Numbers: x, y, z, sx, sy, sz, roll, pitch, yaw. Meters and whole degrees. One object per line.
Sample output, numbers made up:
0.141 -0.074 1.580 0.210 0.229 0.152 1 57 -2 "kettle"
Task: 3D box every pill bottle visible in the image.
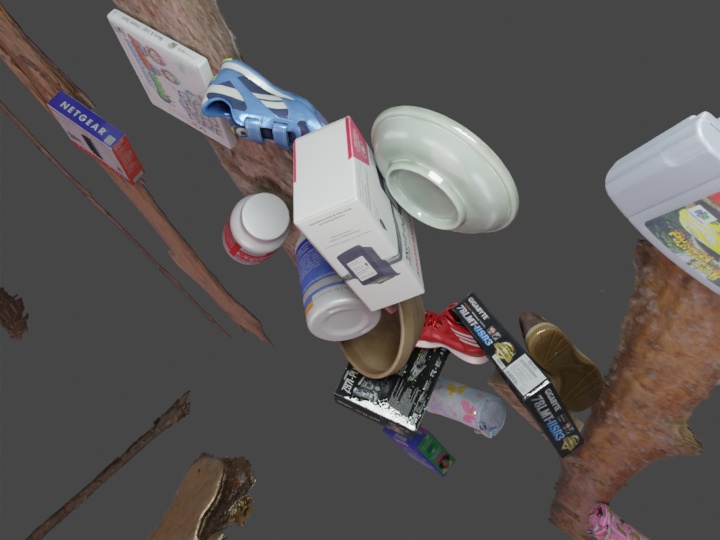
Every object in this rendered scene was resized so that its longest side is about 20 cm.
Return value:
-0.195 -0.080 1.209 0.112 0.112 0.200 40 162 -8 "pill bottle"
-0.040 -0.004 0.983 0.112 0.112 0.201 64 -169 -54 "pill bottle"

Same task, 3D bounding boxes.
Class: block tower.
0.308 0.233 1.135 0.200 0.058 0.054 45 159 -19 "block tower"

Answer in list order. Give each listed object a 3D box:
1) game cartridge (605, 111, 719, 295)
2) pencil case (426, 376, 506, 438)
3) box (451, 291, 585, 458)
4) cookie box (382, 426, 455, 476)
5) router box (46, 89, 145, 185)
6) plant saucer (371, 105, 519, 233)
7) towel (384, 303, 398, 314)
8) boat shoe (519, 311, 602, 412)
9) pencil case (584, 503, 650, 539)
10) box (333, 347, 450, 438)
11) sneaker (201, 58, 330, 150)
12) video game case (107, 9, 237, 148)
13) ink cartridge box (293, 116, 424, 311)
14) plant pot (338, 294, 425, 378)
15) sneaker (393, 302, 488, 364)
0.306 -0.035 0.527 0.200 0.041 0.133 38 166 -3 "game cartridge"
0.220 0.291 1.390 0.200 0.083 0.091 12 128 54 "pencil case"
0.234 0.153 0.949 0.200 0.050 0.199 51 -174 -41 "box"
0.197 0.586 2.156 0.171 0.075 0.200 15 152 50 "cookie box"
-0.629 -0.314 1.538 0.200 0.049 0.180 34 162 9 "router box"
0.085 -0.100 0.749 0.200 0.050 0.200 32 161 12 "plant saucer"
-0.008 -0.046 0.930 0.023 0.144 0.200 -32 115 30 "towel"
0.286 0.130 0.932 0.200 0.072 0.072 45 -170 -32 "boat shoe"
0.618 0.628 1.482 0.200 0.087 0.083 37 130 0 "pencil case"
0.065 0.184 1.196 0.163 0.200 0.086 23 159 9 "box"
-0.120 -0.196 0.843 0.200 0.082 0.074 31 160 12 "sneaker"
-0.289 -0.294 1.006 0.182 0.024 0.200 32 161 16 "video game case"
0.000 -0.065 0.805 0.084 0.145 0.200 -20 139 18 "ink cartridge box"
0.041 0.072 1.073 0.201 0.092 0.202 17 112 51 "plant pot"
0.132 0.081 1.093 0.199 0.078 0.116 13 144 26 "sneaker"
